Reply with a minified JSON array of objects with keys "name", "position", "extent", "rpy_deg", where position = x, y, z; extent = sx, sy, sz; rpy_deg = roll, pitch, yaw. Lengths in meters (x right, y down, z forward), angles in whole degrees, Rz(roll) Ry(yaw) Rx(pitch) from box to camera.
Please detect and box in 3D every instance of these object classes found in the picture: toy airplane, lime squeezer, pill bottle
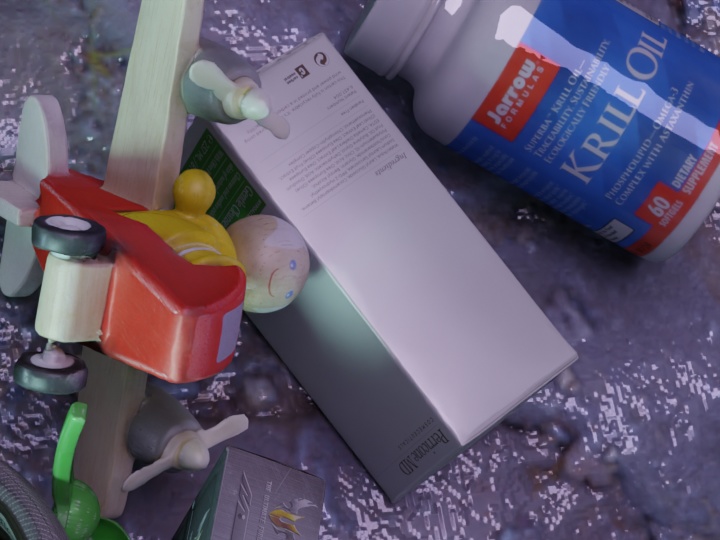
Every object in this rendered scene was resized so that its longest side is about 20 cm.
[{"name":"toy airplane","position":[-0.095,-0.008,0.998],"extent":[0.140,0.200,0.200],"rpy_deg":[4,62,-19]},{"name":"lime squeezer","position":[-0.111,0.118,0.977],"extent":[0.070,0.200,0.038],"rpy_deg":[8,59,29]},{"name":"pill bottle","position":[0.096,-0.098,1.141],"extent":[0.199,0.112,0.113],"rpy_deg":[28,63,-6]}]

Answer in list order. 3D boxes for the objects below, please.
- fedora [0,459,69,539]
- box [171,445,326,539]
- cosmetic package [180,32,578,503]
[{"name":"fedora","position":[-0.215,0.156,0.933],"extent":[0.199,0.090,0.177],"rpy_deg":[-15,60,-11]},{"name":"box","position":[-0.075,0.196,0.904],"extent":[0.048,0.159,0.200],"rpy_deg":[22,41,-12]},{"name":"cosmetic package","position":[0.000,0.000,1.072],"extent":[0.085,0.108,0.200],"rpy_deg":[-34,82,-28]}]
